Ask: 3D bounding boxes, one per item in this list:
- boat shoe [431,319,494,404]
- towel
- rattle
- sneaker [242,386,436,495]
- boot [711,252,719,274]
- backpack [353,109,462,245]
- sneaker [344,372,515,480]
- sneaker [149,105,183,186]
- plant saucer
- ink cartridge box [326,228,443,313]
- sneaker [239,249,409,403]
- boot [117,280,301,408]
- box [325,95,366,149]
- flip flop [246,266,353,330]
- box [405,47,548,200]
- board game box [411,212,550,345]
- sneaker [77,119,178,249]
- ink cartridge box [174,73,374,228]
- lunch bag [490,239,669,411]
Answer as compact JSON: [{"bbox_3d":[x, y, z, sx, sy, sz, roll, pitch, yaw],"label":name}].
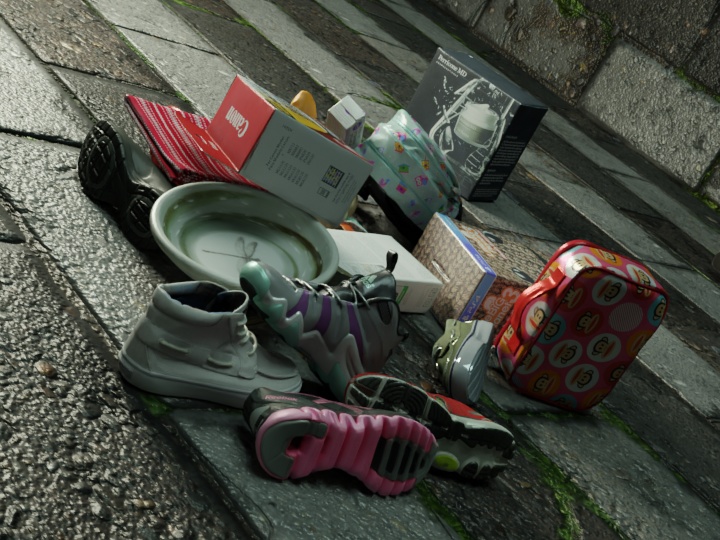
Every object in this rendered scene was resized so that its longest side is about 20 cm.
[{"bbox_3d":[0.112,0.103,1.451,0.062,0.072,0.200,7,12,10],"label":"boat shoe"},{"bbox_3d":[-0.174,-0.140,1.491,0.199,0.023,0.145,11,36,-50],"label":"towel"},{"bbox_3d":[-0.033,-0.122,1.673,0.130,0.143,0.200,19,19,-37],"label":"rattle"},{"bbox_3d":[-0.020,0.144,1.138,0.199,0.079,0.095,18,11,-35],"label":"sneaker"},{"bbox_3d":[0.857,0.051,2.691,0.199,0.069,0.188,24,11,-38],"label":"boot"},{"bbox_3d":[0.061,-0.133,1.774,0.167,0.127,0.200,42,-1,27],"label":"backpack"},{"bbox_3d":[0.058,0.150,1.246,0.199,0.077,0.085,27,7,-29],"label":"sneaker"},{"bbox_3d":[-0.181,-0.118,1.577,0.115,0.078,0.200,18,33,-54],"label":"sneaker"},{"bbox_3d":[-0.123,-0.020,1.306,0.199,0.050,0.200,15,30,-9],"label":"plant saucer"},{"bbox_3d":[0.000,0.000,1.551,0.199,0.051,0.109,4,32,-50],"label":"ink cartridge box"},{"bbox_3d":[-0.021,0.023,1.217,0.078,0.140,0.200,40,-8,47],"label":"sneaker"},{"bbox_3d":[-0.116,0.065,1.142,0.199,0.096,0.074,10,27,-45],"label":"boot"},{"bbox_3d":[-0.026,-0.173,1.774,0.041,0.039,0.200,46,-19,14],"label":"box"},{"bbox_3d":[-0.078,0.032,1.356,0.081,0.058,0.200,35,35,27],"label":"flip flop"},{"bbox_3d":[0.192,-0.259,2.256,0.200,0.197,0.124,38,20,25],"label":"box"},{"bbox_3d":[0.183,0.027,1.673,0.199,0.097,0.160,18,22,-32],"label":"board game box"},{"bbox_3d":[-0.244,-0.089,1.406,0.091,0.076,0.200,14,33,-55],"label":"sneaker"},{"bbox_3d":[-0.102,-0.147,1.412,0.175,0.084,0.200,28,8,-25],"label":"ink cartridge box"},{"bbox_3d":[0.255,0.067,1.525,0.175,0.200,0.082,19,26,-29],"label":"lunch bag"}]
